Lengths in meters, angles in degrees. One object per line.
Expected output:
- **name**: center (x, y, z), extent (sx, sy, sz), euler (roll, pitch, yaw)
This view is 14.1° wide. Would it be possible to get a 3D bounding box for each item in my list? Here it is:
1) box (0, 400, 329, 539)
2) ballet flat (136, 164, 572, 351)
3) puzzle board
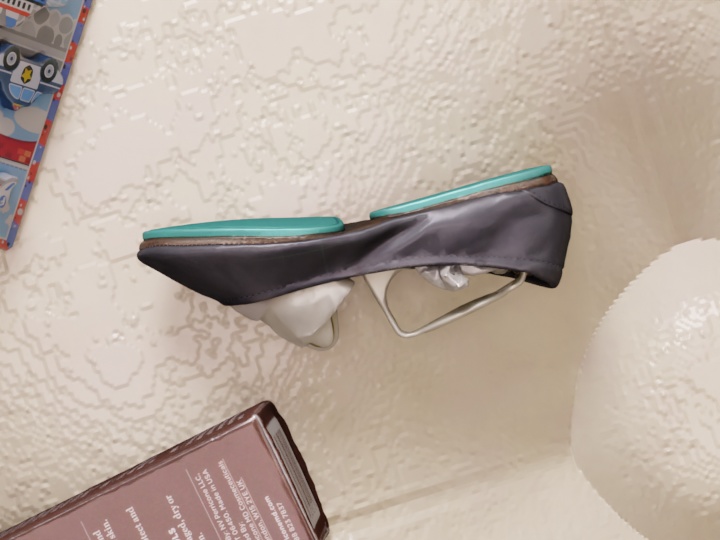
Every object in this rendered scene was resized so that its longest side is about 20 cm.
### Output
- **box**: center (-0.117, 0.135, 1.311), extent (0.199, 0.100, 0.075), euler (-25, 90, 3)
- **ballet flat**: center (0.000, 0.000, 1.322), extent (0.199, 0.073, 0.073), euler (-9, 91, 0)
- **puzzle board**: center (-0.192, -0.096, 1.270), extent (0.017, 0.200, 0.151), euler (20, 92, 34)
